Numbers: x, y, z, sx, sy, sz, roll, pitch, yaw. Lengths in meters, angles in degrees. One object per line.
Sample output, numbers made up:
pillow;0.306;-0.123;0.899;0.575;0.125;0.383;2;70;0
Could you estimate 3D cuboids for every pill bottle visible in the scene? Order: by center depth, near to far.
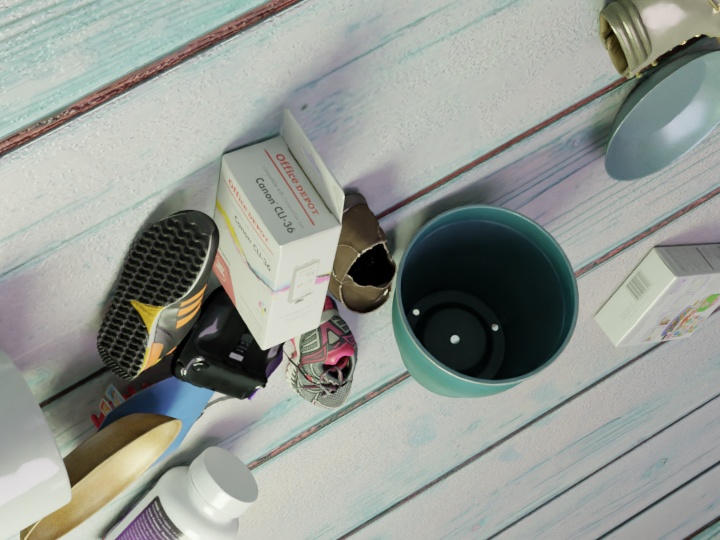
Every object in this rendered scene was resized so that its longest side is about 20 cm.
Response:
pill bottle;-0.211;0.299;1.821;0.200;0.112;0.111;-46;151;21

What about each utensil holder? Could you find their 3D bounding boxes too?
utensil holder;-0.376;0.178;1.377;0.199;0.170;0.171;-27;152;-22

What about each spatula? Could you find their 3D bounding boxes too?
spatula;-0.159;0.149;1.732;0.199;0.021;0.057;-34;-162;11

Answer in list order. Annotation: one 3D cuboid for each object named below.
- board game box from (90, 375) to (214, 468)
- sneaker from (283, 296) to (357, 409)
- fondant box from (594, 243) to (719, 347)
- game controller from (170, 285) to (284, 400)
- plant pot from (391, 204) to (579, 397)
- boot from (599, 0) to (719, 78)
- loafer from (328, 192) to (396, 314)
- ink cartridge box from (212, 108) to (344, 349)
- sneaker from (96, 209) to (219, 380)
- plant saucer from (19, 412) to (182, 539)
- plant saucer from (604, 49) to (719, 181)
board game box;-0.237;0.157;1.649;0.157;0.039;0.200;-15;149;-46
sneaker;-0.039;0.110;1.760;0.080;0.075;0.200;-30;153;-11
fondant box;0.440;0.034;2.215;0.199;0.058;0.145;-2;138;-46
game controller;-0.130;0.075;1.603;0.105;0.042;0.200;-68;161;-4
plant pot;0.120;0.055;1.745;0.199;0.201;0.188;-26;167;-18
boot;0.326;-0.250;1.612;0.154;0.072;0.200;-38;148;3
loafer;0.000;0.000;1.632;0.073;0.071;0.200;-32;153;-7
ink cartridge box;-0.079;-0.037;1.432;0.067;0.117;0.201;-21;149;-25
sneaker;-0.176;0.012;1.469;0.090;0.070;0.201;-30;158;-54
plant saucer;-0.263;0.200;1.549;0.200;0.035;0.200;-40;170;-8
plant saucer;0.348;-0.185;1.778;0.200;0.039;0.202;-27;151;-16
